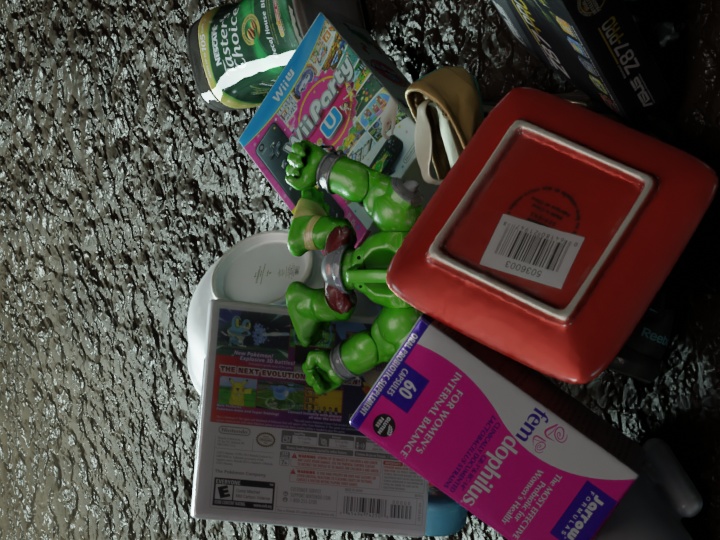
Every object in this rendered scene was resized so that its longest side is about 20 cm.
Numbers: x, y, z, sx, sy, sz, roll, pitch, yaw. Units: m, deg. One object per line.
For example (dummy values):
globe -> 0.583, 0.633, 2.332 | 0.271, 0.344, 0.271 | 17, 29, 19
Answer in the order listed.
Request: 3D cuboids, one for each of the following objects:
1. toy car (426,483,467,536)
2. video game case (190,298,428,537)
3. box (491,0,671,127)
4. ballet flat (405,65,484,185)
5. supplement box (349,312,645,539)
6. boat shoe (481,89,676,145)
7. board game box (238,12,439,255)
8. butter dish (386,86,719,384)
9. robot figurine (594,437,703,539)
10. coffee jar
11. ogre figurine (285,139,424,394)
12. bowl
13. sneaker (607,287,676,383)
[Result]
toy car -> -0.004, 0.145, 1.719 | 0.176, 0.199, 0.185 | 25, 118, 37
video game case -> -0.037, 0.124, 1.624 | 0.023, 0.199, 0.183 | 142, 133, -74
box -> 0.142, -0.216, 1.467 | 0.161, 0.049, 0.200 | 46, 176, 45
ballet flat -> 0.079, -0.062, 1.545 | 0.069, 0.063, 0.201 | -18, 87, 56
supplement box -> 0.106, 0.126, 1.465 | 0.200, 0.103, 0.101 | 35, 100, 5
boat shoe -> 0.167, -0.104, 1.552 | 0.199, 0.073, 0.075 | 20, 136, 39
board game box -> -0.008, -0.106, 1.687 | 0.148, 0.064, 0.200 | -56, 46, 20
butter dish -> 0.155, -0.006, 1.465 | 0.199, 0.200, 0.148 | 27, 165, 31
robot figurine -> 0.194, 0.210, 1.561 | 0.169, 0.113, 0.200 | -37, 63, 8
coffee jar -> -0.085, -0.219, 1.836 | 0.200, 0.085, 0.105 | -19, 84, 53
ogre figurine -> 0.000, 0.000, 1.565 | 0.119, 0.098, 0.201 | 2, 81, 31
bowl -> -0.074, 0.029, 1.711 | 0.201, 0.201, 0.091 | 34, 157, 42
sneaker -> 0.183, 0.023, 1.582 | 0.200, 0.075, 0.080 | 30, 99, 46
